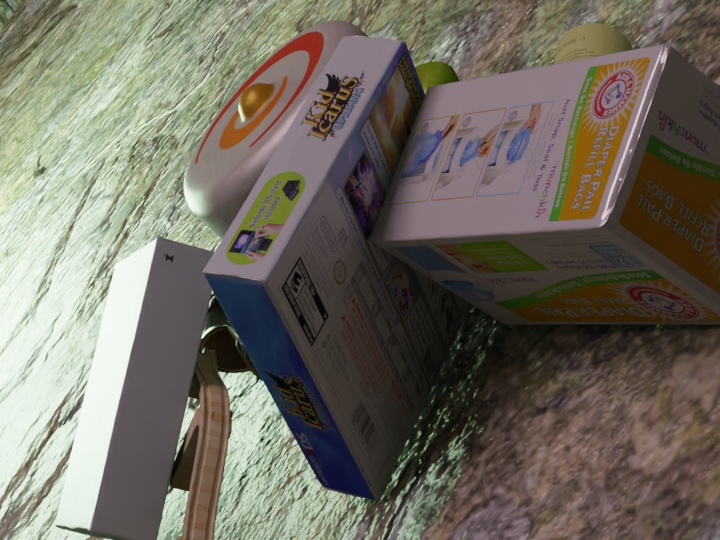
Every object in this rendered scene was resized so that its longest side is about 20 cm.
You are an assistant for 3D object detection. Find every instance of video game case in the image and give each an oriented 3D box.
[{"bbox_3d":[0.000,0.000,1.069,0.045,0.201,0.182,9,53,30],"label":"video game case"}]

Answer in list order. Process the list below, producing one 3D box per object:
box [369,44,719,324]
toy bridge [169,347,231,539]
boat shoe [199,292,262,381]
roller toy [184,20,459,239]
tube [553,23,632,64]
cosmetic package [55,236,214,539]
[{"bbox_3d":[0.116,-0.039,0.983,0.199,0.112,0.102,-3,61,57],"label":"box"},{"bbox_3d":[-0.106,0.120,1.232,0.201,0.027,0.067,-95,25,-51],"label":"toy bridge"},{"bbox_3d":[-0.059,0.040,1.283,0.200,0.076,0.072,-28,34,52],"label":"boat shoe"},{"bbox_3d":[-0.036,-0.083,1.356,0.182,0.140,0.201,-9,44,59],"label":"roller toy"},{"bbox_3d":[0.135,-0.070,1.133,0.058,0.051,0.201,96,-174,-49],"label":"tube"},{"bbox_3d":[-0.157,0.087,1.291,0.151,0.051,0.202,158,126,-73],"label":"cosmetic package"}]
